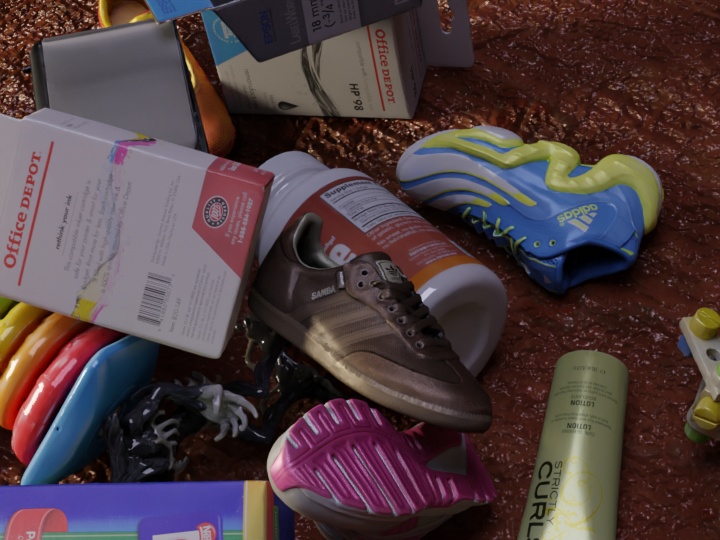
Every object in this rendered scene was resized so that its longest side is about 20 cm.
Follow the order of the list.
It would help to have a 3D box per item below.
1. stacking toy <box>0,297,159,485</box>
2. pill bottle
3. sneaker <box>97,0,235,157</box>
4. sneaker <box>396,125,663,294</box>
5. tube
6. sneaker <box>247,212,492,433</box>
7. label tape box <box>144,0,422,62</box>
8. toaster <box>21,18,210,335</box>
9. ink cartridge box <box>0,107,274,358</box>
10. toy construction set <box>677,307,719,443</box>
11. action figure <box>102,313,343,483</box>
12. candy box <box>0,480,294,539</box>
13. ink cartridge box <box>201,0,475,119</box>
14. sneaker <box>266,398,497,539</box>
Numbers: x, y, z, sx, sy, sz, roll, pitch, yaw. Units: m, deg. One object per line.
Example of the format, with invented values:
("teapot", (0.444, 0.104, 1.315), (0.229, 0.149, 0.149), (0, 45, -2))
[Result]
("stacking toy", (-0.242, 0.044, 1.161), (0.199, 0.117, 0.110), (34, 17, 8))
("pill bottle", (0.000, 0.000, 1.231), (0.112, 0.113, 0.200), (-36, 50, -19))
("sneaker", (-0.166, -0.163, 1.433), (0.073, 0.077, 0.200), (-29, 59, -15))
("sneaker", (0.115, -0.042, 1.268), (0.198, 0.076, 0.106), (4, 50, 15))
("tube", (0.136, 0.146, 1.117), (0.058, 0.052, 0.201), (-29, 37, 46))
("sneaker", (0.009, 0.030, 1.101), (0.199, 0.070, 0.076), (30, 102, 33))
("label tape box", (-0.073, -0.226, 1.315), (0.198, 0.064, 0.145), (-20, 44, -12))
("toaster", (-0.167, -0.067, 1.283), (0.117, 0.182, 0.201), (-13, 49, -3))
("ink cartridge box", (-0.166, -0.031, 1.121), (0.198, 0.118, 0.068), (17, 11, 0))
("toy construction set", (0.245, 0.127, 1.077), (0.130, 0.092, 0.202), (18, 59, -4))
("action figure", (-0.097, 0.112, 1.153), (0.102, 0.120, 0.200), (25, 52, 36))
("candy box", (-0.141, 0.214, 1.050), (0.198, 0.077, 0.171), (-3, 78, 10))
("ink cartridge box", (-0.016, -0.185, 1.396), (0.198, 0.116, 0.067), (3, 48, 16))
("sneaker", (0.002, 0.138, 1.077), (0.088, 0.199, 0.082), (-39, 61, 22))
